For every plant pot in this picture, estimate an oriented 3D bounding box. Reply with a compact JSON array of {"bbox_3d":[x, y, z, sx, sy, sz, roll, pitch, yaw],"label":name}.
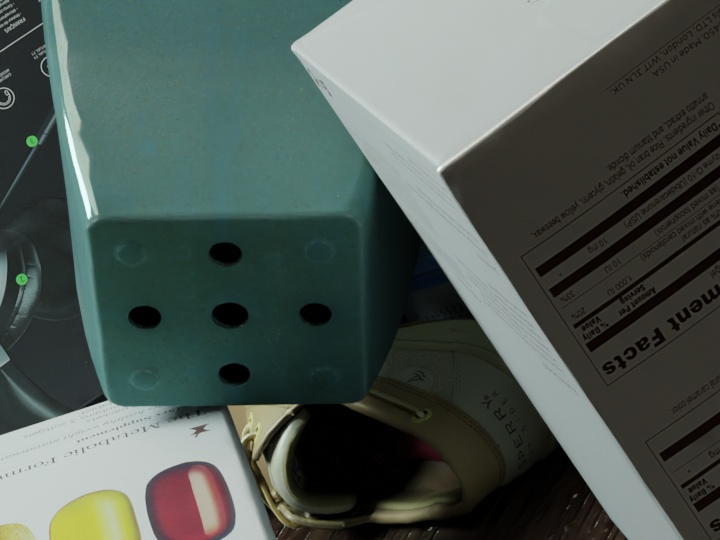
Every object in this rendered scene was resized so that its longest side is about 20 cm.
[{"bbox_3d":[-0.042,-0.056,0.936,0.140,0.142,0.201,-1,44,0],"label":"plant pot"}]

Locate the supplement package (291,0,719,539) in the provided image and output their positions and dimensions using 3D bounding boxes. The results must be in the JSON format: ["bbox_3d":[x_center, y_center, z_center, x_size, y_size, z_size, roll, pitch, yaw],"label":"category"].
[{"bbox_3d":[0.108,-0.012,0.776,0.147,0.200,0.191,-36,19,-2],"label":"supplement package"}]

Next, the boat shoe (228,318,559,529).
[{"bbox_3d":[-0.011,0.061,1.006,0.199,0.074,0.066,-13,24,50],"label":"boat shoe"}]

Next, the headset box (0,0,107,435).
[{"bbox_3d":[-0.130,-0.026,1.100,0.174,0.200,0.093,-35,-8,-6],"label":"headset box"}]

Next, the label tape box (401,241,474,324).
[{"bbox_3d":[0.119,-0.043,1.043,0.144,0.063,0.200,-15,26,47],"label":"label tape box"}]

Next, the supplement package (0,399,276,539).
[{"bbox_3d":[-0.073,0.126,0.863,0.113,0.110,0.200,-18,18,-5],"label":"supplement package"}]
